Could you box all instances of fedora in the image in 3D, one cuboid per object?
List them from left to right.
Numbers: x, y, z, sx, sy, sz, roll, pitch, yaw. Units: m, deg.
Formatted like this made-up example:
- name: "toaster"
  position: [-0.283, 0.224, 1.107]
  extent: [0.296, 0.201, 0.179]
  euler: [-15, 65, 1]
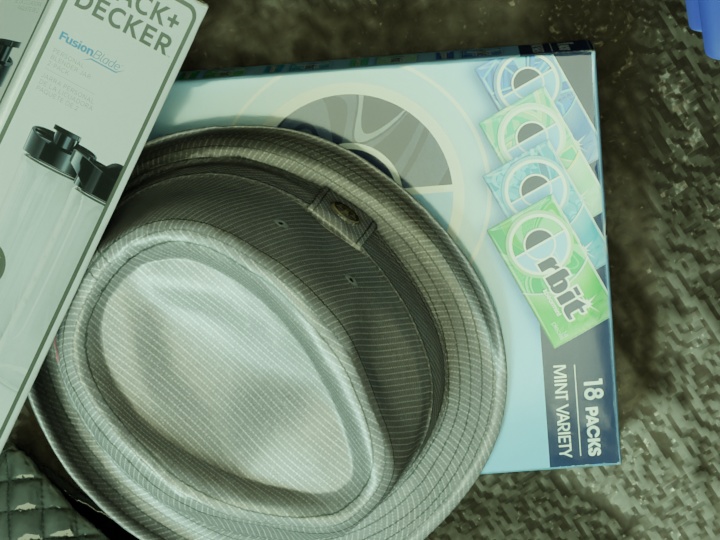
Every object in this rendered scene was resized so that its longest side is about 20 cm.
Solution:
- name: "fedora"
  position: [-0.041, 0.041, 1.053]
  extent: [0.177, 0.090, 0.200]
  euler: [-42, 96, 9]

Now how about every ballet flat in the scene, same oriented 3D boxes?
- name: "ballet flat"
  position: [-0.065, 0.125, 1.127]
  extent: [0.200, 0.066, 0.057]
  euler: [17, 97, -2]

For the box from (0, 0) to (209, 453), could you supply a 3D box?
- name: "box"
  position: [-0.145, -0.030, 1.048]
  extent: [0.060, 0.117, 0.200]
  euler: [27, 83, -31]

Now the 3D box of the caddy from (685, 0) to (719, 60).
- name: "caddy"
  position: [0.205, -0.139, 1.035]
  extent: [0.200, 0.141, 0.105]
  euler: [-2, 103, 1]

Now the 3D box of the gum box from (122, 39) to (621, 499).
- name: "gum box"
  position: [0.000, 0.000, 1.114]
  extent: [0.200, 0.045, 0.170]
  euler: [-4, 100, 2]
